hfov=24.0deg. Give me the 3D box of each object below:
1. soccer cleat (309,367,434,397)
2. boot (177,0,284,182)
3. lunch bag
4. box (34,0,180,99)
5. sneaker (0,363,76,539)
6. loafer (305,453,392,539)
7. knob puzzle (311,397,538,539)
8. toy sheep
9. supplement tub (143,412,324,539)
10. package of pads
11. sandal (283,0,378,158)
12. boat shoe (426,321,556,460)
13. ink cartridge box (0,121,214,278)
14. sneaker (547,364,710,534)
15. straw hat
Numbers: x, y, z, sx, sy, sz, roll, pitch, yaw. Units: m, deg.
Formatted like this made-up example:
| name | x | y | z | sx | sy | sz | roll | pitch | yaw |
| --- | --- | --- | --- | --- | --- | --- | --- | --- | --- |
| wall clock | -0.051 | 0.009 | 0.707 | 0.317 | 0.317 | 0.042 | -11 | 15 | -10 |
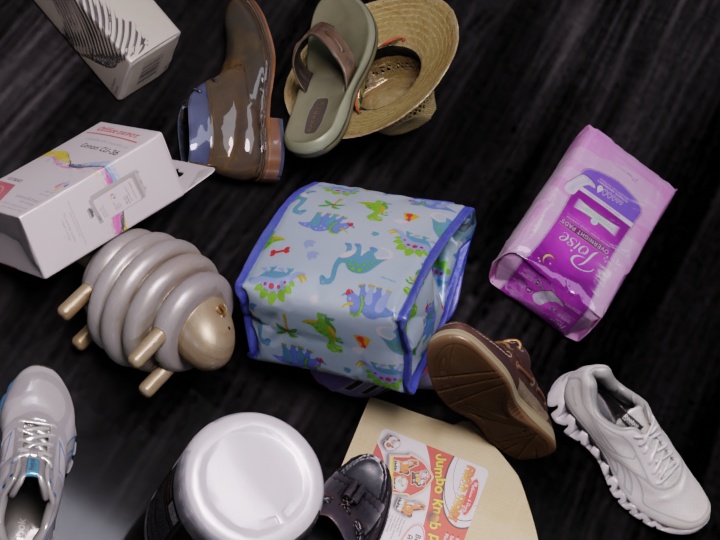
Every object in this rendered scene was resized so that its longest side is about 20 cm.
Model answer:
| name | x | y | z | sx | sy | sz | roll | pitch | yaw |
| --- | --- | --- | --- | --- | --- | --- | --- | --- | --- |
| soccer cleat | 0.051 | 0.085 | 1.610 | 0.199 | 0.077 | 0.067 | 7 | 65 | -17 |
| boot | -0.136 | -0.183 | 1.667 | 0.096 | 0.075 | 0.201 | -2 | 69 | -23 |
| lunch bag | 0.000 | 0.000 | 1.569 | 0.169 | 0.128 | 0.201 | 11 | 48 | 16 |
| box | -0.268 | -0.272 | 1.658 | 0.068 | 0.082 | 0.200 | -37 | 81 | -28 |
| sneaker | -0.279 | 0.169 | 1.452 | 0.074 | 0.087 | 0.201 | 7 | 63 | -14 |
| loafer | -0.030 | 0.242 | 1.497 | 0.072 | 0.063 | 0.200 | 31 | 65 | 10 |
| knob puzzle | 0.069 | 0.232 | 1.566 | 0.218 | 0.030 | 0.221 | 3 | 63 | -6 |
| toy sheep | -0.191 | 0.029 | 1.524 | 0.200 | 0.138 | 0.138 | 33 | 57 | 24 |
| supplement tub | -0.113 | 0.206 | 1.427 | 0.122 | 0.200 | 0.123 | 8 | 64 | -17 |
| package of pads | 0.228 | -0.041 | 1.730 | 0.120 | 0.076 | 0.200 | 35 | 60 | 2 |
| sandal | -0.034 | -0.201 | 1.662 | 0.057 | 0.079 | 0.202 | 50 | 40 | -42 |
| boat shoe | 0.122 | 0.097 | 1.554 | 0.200 | 0.072 | 0.072 | 46 | 40 | -40 |
| ink cartridge box | -0.245 | -0.077 | 1.549 | 0.200 | 0.116 | 0.068 | -34 | 119 | -29 |
| sneaker | 0.268 | 0.173 | 1.646 | 0.200 | 0.081 | 0.075 | 47 | 59 | 3 |
| straw hat | 0.029 | -0.182 | 1.709 | 0.085 | 0.200 | 0.202 | 51 | 50 | -42 |
